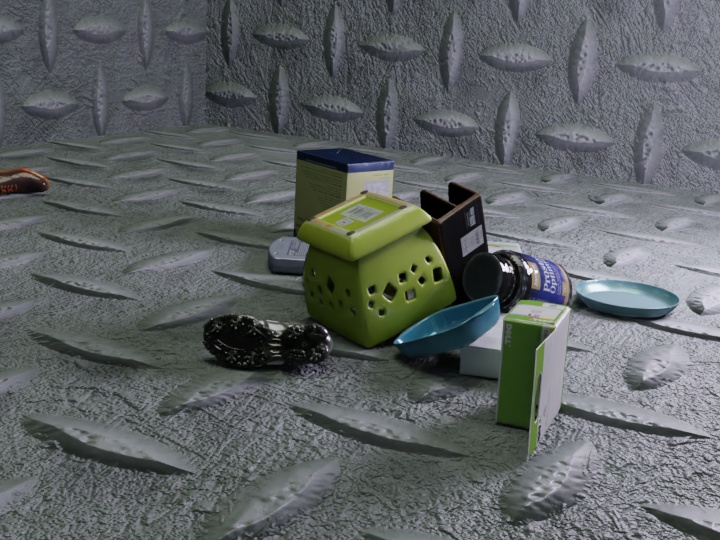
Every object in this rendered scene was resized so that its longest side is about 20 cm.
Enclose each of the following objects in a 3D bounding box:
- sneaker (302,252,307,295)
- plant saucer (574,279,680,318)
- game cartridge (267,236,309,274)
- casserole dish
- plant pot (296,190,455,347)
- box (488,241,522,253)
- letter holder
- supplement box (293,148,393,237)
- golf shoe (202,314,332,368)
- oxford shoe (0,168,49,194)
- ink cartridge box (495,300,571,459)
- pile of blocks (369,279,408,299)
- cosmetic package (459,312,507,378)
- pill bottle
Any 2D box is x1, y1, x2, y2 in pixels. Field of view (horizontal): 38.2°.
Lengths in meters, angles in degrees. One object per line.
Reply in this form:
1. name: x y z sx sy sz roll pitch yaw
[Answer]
1. sneaker: -0.061 0.012 1.935 0.085 0.076 0.200 10 15 -7
2. plant saucer: 0.508 0.055 1.987 0.196 0.028 0.200 4 15 -1
3. game cartridge: -0.125 -0.031 2.154 0.131 0.041 0.200 7 14 0
4. casserole dish: 0.136 0.091 1.590 0.121 0.039 0.199 -33 7 -37
5. plant pot: 0.018 -0.016 1.733 0.197 0.184 0.199 -27 27 -27
6. box: 0.209 0.002 1.977 0.196 0.098 0.177 4 15 2
7. letter holder: 0.139 -0.050 1.806 0.100 0.202 0.142 -33 41 -25
8. supplement box: -0.040 -0.157 2.319 0.133 0.203 0.199 -8 18 -37
9. golf shoe: -0.138 0.110 1.563 0.196 0.079 0.094 7 -3 8
10. oxford shoe: -0.901 -0.218 2.665 0.196 0.072 0.073 5 43 -5
11. ink cartridge box: 0.215 0.136 1.357 0.075 0.150 0.200 8 15 21
12. pile of blocks: 0.000 0.000 1.907 0.199 0.082 0.062 34 14 -24
13. cosmetic package: 0.241 0.118 1.632 0.148 0.053 0.200 4 14 13
14. pill bottle: 0.267 0.026 1.781 0.111 0.114 0.198 18 4 44
